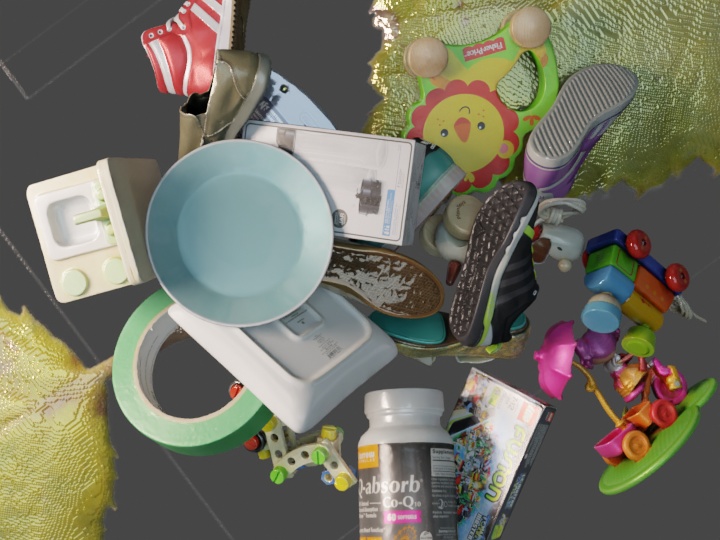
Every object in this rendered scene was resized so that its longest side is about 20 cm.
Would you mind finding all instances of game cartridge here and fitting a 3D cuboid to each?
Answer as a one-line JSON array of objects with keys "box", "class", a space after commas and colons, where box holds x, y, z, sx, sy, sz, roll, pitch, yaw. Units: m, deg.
[{"box": [-0.086, -0.136, 1.146, 0.133, 0.041, 0.200, -40, 96, 4], "class": "game cartridge"}]

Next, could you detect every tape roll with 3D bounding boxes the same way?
[{"box": [-0.180, 0.106, 1.107, 0.198, 0.048, 0.203, -5, 66, 11], "class": "tape roll"}]

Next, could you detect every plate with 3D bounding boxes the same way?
[{"box": [-0.127, -0.039, 1.031, 0.198, 0.026, 0.203, 1, 81, -8], "class": "plate"}, {"box": [-0.075, 0.059, 1.066, 0.200, 0.199, 0.032, 41, 129, 14], "class": "plate"}]

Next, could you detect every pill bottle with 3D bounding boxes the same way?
[{"box": [0.054, 0.242, 1.124, 0.115, 0.116, 0.202, -1, 75, -3], "class": "pill bottle"}]

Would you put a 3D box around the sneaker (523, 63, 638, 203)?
[{"box": [0.251, -0.157, 1.151, 0.072, 0.115, 0.200, 36, 62, 24], "class": "sneaker"}]

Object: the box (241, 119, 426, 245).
[{"box": [-0.035, -0.097, 1.076, 0.198, 0.060, 0.118, 10, 96, 15], "class": "box"}]

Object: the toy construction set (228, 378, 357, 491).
[{"box": [-0.077, 0.161, 1.142, 0.130, 0.092, 0.202, -9, 87, 22], "class": "toy construction set"}]

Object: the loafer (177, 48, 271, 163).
[{"box": [-0.169, -0.161, 1.063, 0.069, 0.075, 0.201, 22, 117, -24], "class": "loafer"}]

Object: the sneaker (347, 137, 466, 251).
[{"box": [0.029, -0.068, 1.132, 0.080, 0.071, 0.200, 45, 107, 3], "class": "sneaker"}]

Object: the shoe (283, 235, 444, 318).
[{"box": [0.000, 0.000, 1.092, 0.198, 0.053, 0.071, 19, 98, -7], "class": "shoe"}]

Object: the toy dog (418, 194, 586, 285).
[{"box": [0.165, -0.021, 1.134, 0.198, 0.132, 0.097, 2, 72, 6], "class": "toy dog"}]

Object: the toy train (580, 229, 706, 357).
[{"box": [0.338, 0.052, 1.136, 0.199, 0.084, 0.116, 36, 57, -22], "class": "toy train"}]

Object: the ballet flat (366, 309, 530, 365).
[{"box": [0.104, 0.083, 1.164, 0.198, 0.071, 0.072, -1, 95, -1], "class": "ballet flat"}]

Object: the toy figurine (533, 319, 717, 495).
[{"box": [0.298, 0.128, 1.154, 0.200, 0.150, 0.184, -40, 86, -21], "class": "toy figurine"}]

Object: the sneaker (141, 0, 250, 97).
[{"box": [-0.187, -0.293, 1.110, 0.111, 0.071, 0.202, 4, 81, 10], "class": "sneaker"}]

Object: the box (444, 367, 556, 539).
[{"box": [0.143, 0.230, 1.158, 0.110, 0.035, 0.202, 25, 94, 37], "class": "box"}]

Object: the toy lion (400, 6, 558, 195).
[{"box": [0.140, -0.191, 1.145, 0.198, 0.069, 0.194, -17, 102, -2], "class": "toy lion"}]

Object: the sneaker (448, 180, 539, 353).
[{"box": [0.161, -0.003, 1.070, 0.082, 0.072, 0.202, 8, 114, -27], "class": "sneaker"}]

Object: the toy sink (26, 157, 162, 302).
[{"box": [-0.280, -0.044, 1.057, 0.111, 0.200, 0.132, -15, 96, 4], "class": "toy sink"}]
